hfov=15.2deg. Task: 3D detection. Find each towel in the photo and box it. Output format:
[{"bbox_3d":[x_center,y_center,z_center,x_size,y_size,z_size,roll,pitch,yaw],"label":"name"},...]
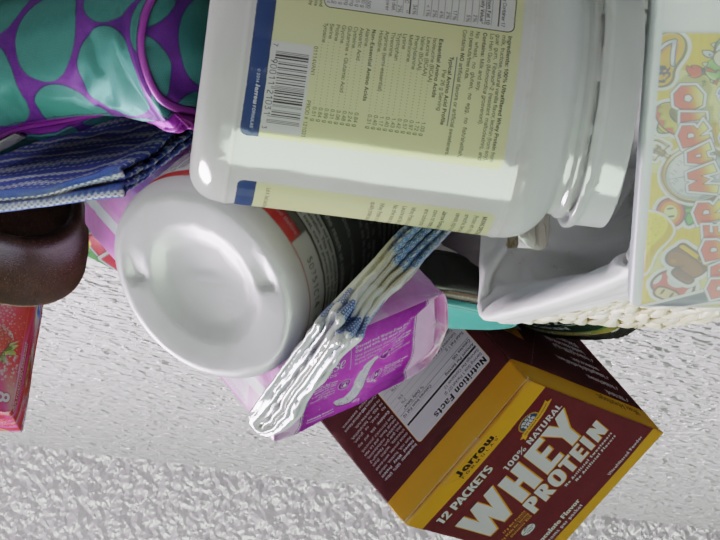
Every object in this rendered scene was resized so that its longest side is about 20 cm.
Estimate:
[{"bbox_3d":[0.024,-0.003,1.386,0.024,0.200,0.147,42,148,3],"label":"towel"},{"bbox_3d":[-0.159,-0.072,1.516,0.144,0.024,0.200,-7,-164,21],"label":"towel"}]

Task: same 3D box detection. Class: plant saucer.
[{"bbox_3d":[-0.235,-0.063,1.573,0.200,0.201,0.032,17,127,-42],"label":"plant saucer"}]

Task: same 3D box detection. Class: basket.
[{"bbox_3d":[0.162,-0.040,1.493,0.123,0.136,0.200,9,169,-21],"label":"basket"}]

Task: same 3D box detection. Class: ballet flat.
[{"bbox_3d":[0.000,0.000,1.605,0.199,0.069,0.068,-1,163,16],"label":"ballet flat"}]

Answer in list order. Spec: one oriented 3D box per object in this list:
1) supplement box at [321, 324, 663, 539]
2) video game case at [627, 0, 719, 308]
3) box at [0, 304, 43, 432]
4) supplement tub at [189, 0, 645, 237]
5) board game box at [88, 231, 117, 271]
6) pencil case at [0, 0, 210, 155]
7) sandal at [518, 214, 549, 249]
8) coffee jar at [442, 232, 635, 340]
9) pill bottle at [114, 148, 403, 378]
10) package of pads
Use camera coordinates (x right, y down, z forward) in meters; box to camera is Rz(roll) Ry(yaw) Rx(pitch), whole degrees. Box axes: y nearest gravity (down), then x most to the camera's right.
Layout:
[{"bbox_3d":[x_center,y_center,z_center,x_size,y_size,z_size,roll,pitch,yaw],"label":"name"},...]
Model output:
[{"bbox_3d":[0.068,0.079,1.899,0.197,0.133,0.200,22,-157,-54],"label":"supplement box"},{"bbox_3d":[0.225,-0.060,1.302,0.181,0.023,0.201,1,131,2],"label":"video game case"},{"bbox_3d":[-0.251,-0.003,1.745,0.095,0.201,0.100,8,169,-1],"label":"box"},{"bbox_3d":[0.025,-0.093,1.272,0.199,0.146,0.145,7,169,-4],"label":"supplement tub"},{"bbox_3d":[-0.115,-0.046,1.698,0.095,0.030,0.200,27,145,-7],"label":"board game box"},{"bbox_3d":[-0.147,-0.108,1.436,0.199,0.093,0.085,-6,164,45],"label":"pencil case"},{"bbox_3d":[0.074,-0.055,1.613,0.050,0.083,0.202,-15,146,34],"label":"sandal"},{"bbox_3d":[0.118,-0.010,1.797,0.104,0.086,0.200,1,168,31],"label":"coffee jar"},{"bbox_3d":[-0.032,-0.039,1.427,0.113,0.114,0.200,-1,-153,34],"label":"pill bottle"},{"bbox_3d":[-0.055,-0.005,1.530,0.120,0.200,0.076,-24,142,-30],"label":"package of pads"}]
